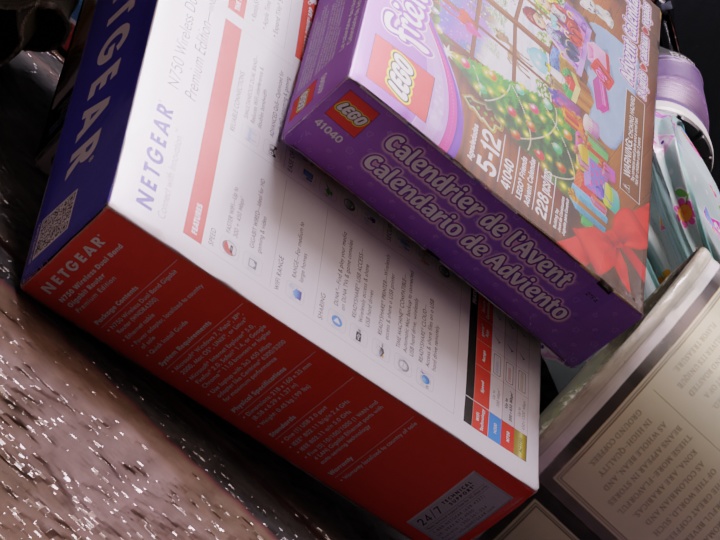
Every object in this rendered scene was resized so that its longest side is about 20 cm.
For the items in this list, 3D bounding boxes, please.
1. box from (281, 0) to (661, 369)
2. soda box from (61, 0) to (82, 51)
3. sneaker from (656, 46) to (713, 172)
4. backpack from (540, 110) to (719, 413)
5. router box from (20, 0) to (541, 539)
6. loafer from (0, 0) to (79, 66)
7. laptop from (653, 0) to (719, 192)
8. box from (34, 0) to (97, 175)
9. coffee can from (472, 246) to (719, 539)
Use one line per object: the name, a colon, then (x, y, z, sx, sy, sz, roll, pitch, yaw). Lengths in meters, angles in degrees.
box: (0.048, -0.074, 0.828, 0.137, 0.039, 0.200, 37, 35, -19)
soda box: (-0.114, -0.130, 1.092, 0.200, 0.068, 0.064, 43, 9, 6)
sneaker: (0.085, -0.045, 1.123, 0.076, 0.200, 0.088, 53, 26, -30)
backpack: (0.123, 0.031, 1.018, 0.167, 0.126, 0.200, -67, 133, -86)
router box: (-0.016, -0.027, 0.787, 0.179, 0.049, 0.200, 35, 36, -23)
loafer: (-0.155, -0.111, 0.864, 0.075, 0.070, 0.200, 9, -6, 7)
laptop: (0.200, -0.049, 1.144, 0.103, 0.200, 0.178, 2, 59, -19)
box: (-0.052, -0.093, 0.913, 0.117, 0.060, 0.200, 33, 38, -20)
coffee can: (0.150, 0.111, 0.821, 0.200, 0.146, 0.146, 43, 9, 4)
